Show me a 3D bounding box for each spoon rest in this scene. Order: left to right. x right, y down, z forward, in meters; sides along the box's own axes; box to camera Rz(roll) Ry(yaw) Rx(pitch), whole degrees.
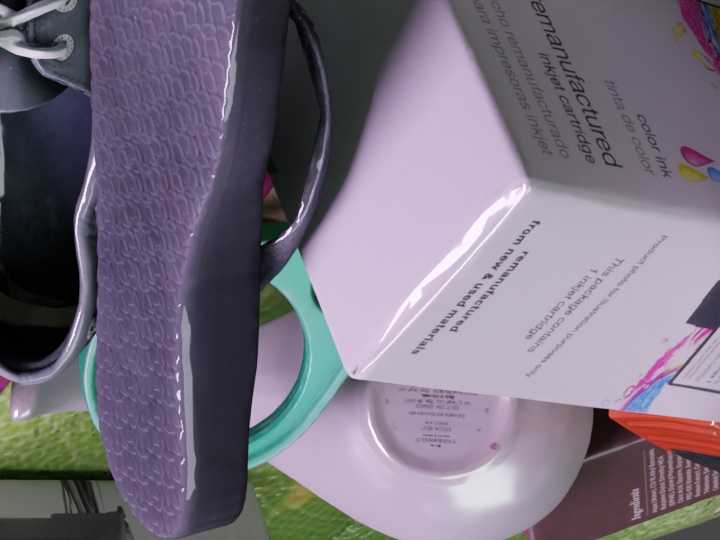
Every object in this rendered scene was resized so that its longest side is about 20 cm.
[{"bbox_3d":[-0.018,0.041,0.881,0.198,0.100,0.061,6,177,0],"label":"spoon rest"}]

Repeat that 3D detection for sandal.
[{"bbox_3d":[-0.038,-0.022,0.656,0.043,0.076,0.201,-14,132,-27],"label":"sandal"}]

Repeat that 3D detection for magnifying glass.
[{"bbox_3d":[0.000,0.000,0.826,0.199,0.022,0.080,-30,112,-1],"label":"magnifying glass"}]

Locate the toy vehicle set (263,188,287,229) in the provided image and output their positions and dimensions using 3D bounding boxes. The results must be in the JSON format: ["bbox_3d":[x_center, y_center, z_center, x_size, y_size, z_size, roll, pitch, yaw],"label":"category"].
[{"bbox_3d":[0.044,-0.078,0.807,0.124,0.027,0.200,6,139,-37],"label":"toy vehicle set"}]

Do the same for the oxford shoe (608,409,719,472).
[{"bbox_3d":[0.084,0.000,0.821,0.071,0.073,0.200,7,160,45],"label":"oxford shoe"}]

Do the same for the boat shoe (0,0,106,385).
[{"bbox_3d":[-0.084,-0.059,0.672,0.072,0.062,0.201,5,124,0],"label":"boat shoe"}]

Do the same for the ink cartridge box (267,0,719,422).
[{"bbox_3d":[0.071,-0.040,0.714,0.199,0.145,0.084,9,137,-39],"label":"ink cartridge box"}]

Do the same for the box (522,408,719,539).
[{"bbox_3d":[0.137,0.019,0.942,0.199,0.101,0.075,-21,148,-3],"label":"box"}]

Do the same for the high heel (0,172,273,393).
[{"bbox_3d":[-0.100,0.007,0.810,0.199,0.068,0.096,-16,141,20],"label":"high heel"}]

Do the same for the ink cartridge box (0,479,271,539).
[{"bbox_3d":[-0.142,0.153,0.991,0.199,0.084,0.145,4,140,-36],"label":"ink cartridge box"}]
